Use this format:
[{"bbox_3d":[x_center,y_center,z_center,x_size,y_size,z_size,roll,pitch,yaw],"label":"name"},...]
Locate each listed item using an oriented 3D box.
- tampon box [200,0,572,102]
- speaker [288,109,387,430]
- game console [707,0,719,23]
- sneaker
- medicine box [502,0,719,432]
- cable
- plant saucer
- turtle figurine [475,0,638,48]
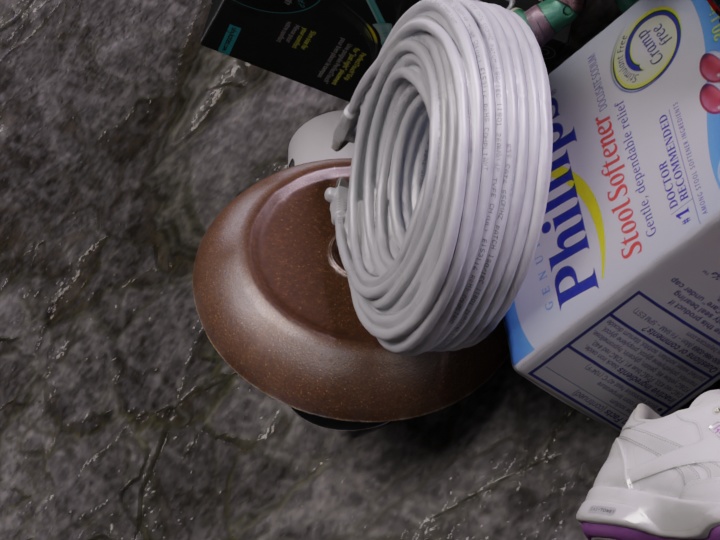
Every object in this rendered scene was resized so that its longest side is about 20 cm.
[{"bbox_3d":[0.024,-0.189,1.679,0.150,0.199,0.127,128,159,-59],"label":"tampon box"},{"bbox_3d":[-0.007,-0.001,1.689,0.081,0.081,0.201,-26,44,28],"label":"speaker"},{"bbox_3d":[0.266,-0.196,1.460,0.119,0.199,0.173,-44,71,36],"label":"game console"},{"bbox_3d":[0.197,0.105,1.395,0.199,0.075,0.100,2,62,46],"label":"sneaker"},{"bbox_3d":[0.173,-0.044,1.499,0.200,0.103,0.183,-38,40,28],"label":"medicine box"},{"bbox_3d":[0.046,-0.050,1.509,0.200,0.069,0.201,117,153,-47],"label":"cable"},{"bbox_3d":[0.000,0.000,1.613,0.199,0.037,0.201,3,50,-4],"label":"plant saucer"},{"bbox_3d":[0.127,-0.187,1.569,0.100,0.199,0.151,-10,55,51],"label":"turtle figurine"}]
